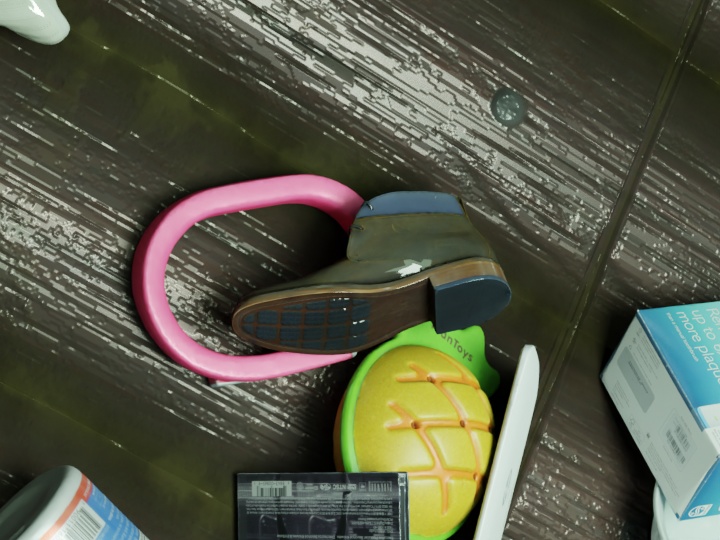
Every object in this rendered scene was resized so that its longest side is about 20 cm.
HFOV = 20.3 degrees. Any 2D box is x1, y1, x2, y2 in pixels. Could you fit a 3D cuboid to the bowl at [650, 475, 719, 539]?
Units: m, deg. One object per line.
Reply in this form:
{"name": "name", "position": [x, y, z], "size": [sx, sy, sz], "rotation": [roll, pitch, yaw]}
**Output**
{"name": "bowl", "position": [0.306, 0.230, 1.565], "size": [0.201, 0.090, 0.201], "rotation": [11, 44, -11]}

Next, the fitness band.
{"name": "fitness band", "position": [-0.069, 0.006, 1.452], "size": [0.200, 0.037, 0.144], "rotation": [-11, 90, -28]}

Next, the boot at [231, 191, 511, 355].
{"name": "boot", "position": [0.000, 0.000, 1.445], "size": [0.200, 0.075, 0.097], "rotation": [-6, 49, -12]}

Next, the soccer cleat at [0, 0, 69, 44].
{"name": "soccer cleat", "position": [-0.291, -0.200, 1.349], "size": [0.200, 0.069, 0.078], "rotation": [33, 77, -13]}

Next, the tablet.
{"name": "tablet", "position": [0.103, 0.161, 1.480], "size": [0.014, 0.130, 0.200], "rotation": [13, 77, 10]}

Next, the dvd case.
{"name": "dvd case", "position": [-0.025, 0.240, 1.395], "size": [0.016, 0.149, 0.200], "rotation": [5, 82, -52]}

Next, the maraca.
{"name": "maraca", "position": [0.045, 0.106, 1.465], "size": [0.137, 0.107, 0.200], "rotation": [43, 48, -27]}

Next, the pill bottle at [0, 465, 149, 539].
{"name": "pill bottle", "position": [-0.165, 0.235, 1.342], "size": [0.200, 0.112, 0.112], "rotation": [48, 67, -15]}

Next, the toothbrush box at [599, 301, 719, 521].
{"name": "toothbrush box", "position": [0.312, 0.102, 1.569], "size": [0.200, 0.085, 0.147], "rotation": [-4, 50, -27]}
